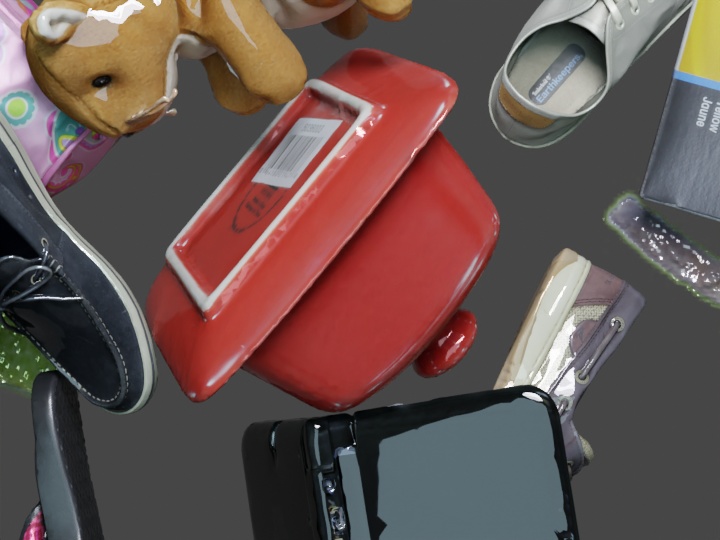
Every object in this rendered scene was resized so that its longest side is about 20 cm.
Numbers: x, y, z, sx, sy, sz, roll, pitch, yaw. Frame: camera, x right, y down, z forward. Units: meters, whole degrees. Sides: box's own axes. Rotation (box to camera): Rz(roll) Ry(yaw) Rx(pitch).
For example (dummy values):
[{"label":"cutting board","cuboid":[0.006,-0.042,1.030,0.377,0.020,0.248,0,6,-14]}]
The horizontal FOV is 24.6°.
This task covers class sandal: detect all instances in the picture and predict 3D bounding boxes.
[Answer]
[{"label":"sandal","cuboid":[-0.167,0.157,0.907,0.045,0.075,0.201,-11,80,2]}]

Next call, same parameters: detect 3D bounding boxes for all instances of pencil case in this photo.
[{"label":"pencil case","cuboid":[-0.216,-0.130,0.911,0.087,0.087,0.200,-43,87,-1]}]

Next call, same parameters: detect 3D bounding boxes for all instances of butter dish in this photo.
[{"label":"butter dish","cuboid":[0.000,0.000,0.869,0.148,0.200,0.200,39,90,-20]}]

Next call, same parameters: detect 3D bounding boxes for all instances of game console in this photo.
[{"label":"game console","cuboid":[0.027,0.170,0.872,0.116,0.176,0.201,-7,86,-24]}]

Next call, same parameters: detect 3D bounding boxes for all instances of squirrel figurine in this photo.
[{"label":"squirrel figurine","cuboid":[-0.097,-0.169,0.848,0.186,0.142,0.201,-25,105,-7]}]

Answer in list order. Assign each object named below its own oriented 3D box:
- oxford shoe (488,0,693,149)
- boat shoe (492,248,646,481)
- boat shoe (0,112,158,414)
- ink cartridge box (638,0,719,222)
[{"label":"oxford shoe","cuboid":[0.142,-0.154,0.916,0.075,0.058,0.200,37,87,5]},{"label":"boat shoe","cuboid":[0.097,0.089,0.900,0.064,0.072,0.201,22,82,7]},{"label":"boat shoe","cuboid":[-0.180,-0.001,0.870,0.074,0.062,0.201,-21,108,37]},{"label":"ink cartridge box","cuboid":[0.269,-0.105,0.875,0.199,0.047,0.199,17,102,17]}]
